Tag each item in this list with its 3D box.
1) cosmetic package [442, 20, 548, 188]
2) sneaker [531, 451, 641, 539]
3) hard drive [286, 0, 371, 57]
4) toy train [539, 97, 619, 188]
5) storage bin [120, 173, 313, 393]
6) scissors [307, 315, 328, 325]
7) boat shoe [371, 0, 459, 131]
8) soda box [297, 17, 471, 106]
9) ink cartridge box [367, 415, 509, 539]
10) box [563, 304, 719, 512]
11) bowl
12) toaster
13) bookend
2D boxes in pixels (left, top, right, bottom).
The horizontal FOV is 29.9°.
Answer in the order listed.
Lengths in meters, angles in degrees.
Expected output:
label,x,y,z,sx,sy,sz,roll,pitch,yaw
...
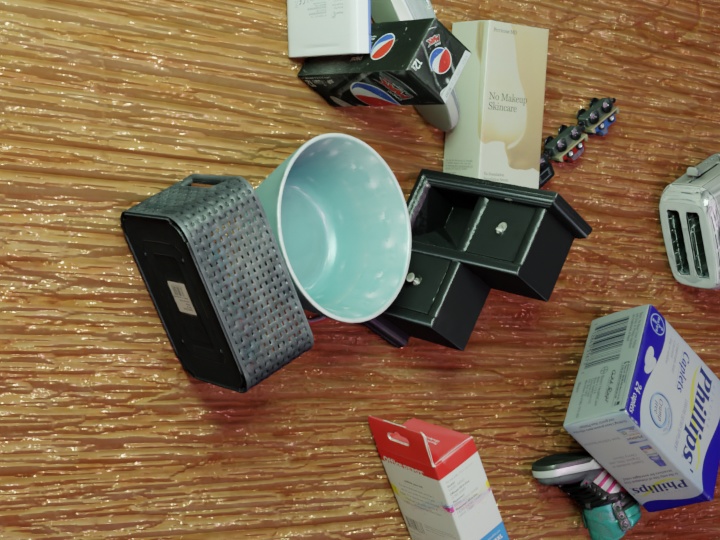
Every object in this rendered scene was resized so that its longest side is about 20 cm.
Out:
label,x,y,z,sx,sy,sz,roll,pitch,yaw
cosmetic package,0.163,-0.196,1.630,0.105,0.071,0.201,-1,96,-36
sneaker,0.306,0.302,1.792,0.200,0.084,0.121,0,86,-38
hard drive,-0.036,-0.329,1.428,0.025,0.132,0.201,-6,99,-35
toy train,0.267,-0.161,1.735,0.200,0.034,0.046,-40,121,-26
storage bin,-0.147,0.012,1.380,0.094,0.135,0.200,-33,114,-29
scissors,0.000,0.000,1.569,0.200,0.014,0.073,-25,107,-33
boat shoe,0.077,-0.260,1.559,0.071,0.070,0.201,-37,113,-24
soda box,0.022,-0.219,1.441,0.063,0.200,0.071,37,74,-33
ink cartridge box,0.092,0.251,1.600,0.067,0.116,0.200,-32,114,-29
box,0.379,0.181,1.765,0.200,0.105,0.184,44,48,-25
bowl,-0.049,-0.040,1.454,0.200,0.105,0.201,8,78,-44
toaster,0.496,-0.058,1.872,0.129,0.114,0.201,-25,111,-28
bookend,0.127,0.003,1.539,0.092,0.198,0.200,37,74,-46
